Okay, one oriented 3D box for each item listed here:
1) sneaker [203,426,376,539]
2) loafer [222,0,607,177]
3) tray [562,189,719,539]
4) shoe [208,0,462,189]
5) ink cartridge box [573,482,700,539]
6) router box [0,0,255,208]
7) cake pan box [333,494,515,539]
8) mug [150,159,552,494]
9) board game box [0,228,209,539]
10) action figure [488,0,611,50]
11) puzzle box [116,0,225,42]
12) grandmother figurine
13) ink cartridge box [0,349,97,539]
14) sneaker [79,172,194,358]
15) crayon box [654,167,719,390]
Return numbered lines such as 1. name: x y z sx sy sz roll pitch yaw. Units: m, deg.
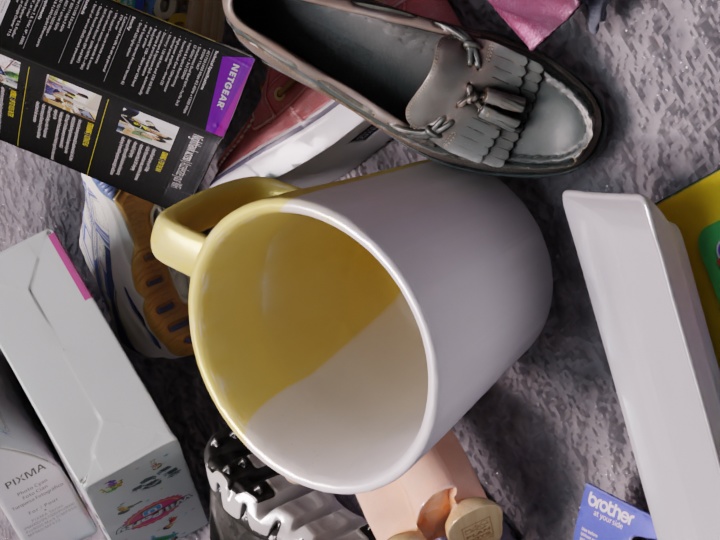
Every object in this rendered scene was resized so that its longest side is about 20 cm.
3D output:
1. sneaker: -0.018 0.172 1.389 0.200 0.066 0.091 42 135 35
2. loafer: 0.022 -0.095 1.266 0.200 0.063 0.072 22 99 10
3. tray: 0.146 0.056 1.194 0.107 0.022 0.200 -170 63 -73
4. shoe: -0.023 -0.106 1.379 0.200 0.071 0.091 -33 75 43
5. ink cartridge box: 0.144 0.217 1.294 0.119 0.042 0.200 25 112 42
6. router box: -0.144 -0.096 1.378 0.200 0.149 0.051 135 157 -76
7. cake pan box: 0.018 0.188 1.436 0.200 0.052 0.184 51 133 26
8. mug: 0.008 0.000 1.292 0.187 0.153 0.149 52 131 8
9. board game box: -0.158 0.078 1.514 0.148 0.064 0.200 59 172 17
10. action figure: 0.033 -0.181 1.220 0.200 0.149 0.134 30 105 7
11. puzzle box: -0.118 -0.208 1.437 0.133 0.025 0.200 4 86 47
12. grandmother figurine: 0.009 0.068 1.369 0.061 0.121 0.200 84 161 -51
13. ink cartridge box: -0.230 0.057 1.527 0.160 0.047 0.200 56 169 40
14. sneaker: -0.144 -0.043 1.530 0.088 0.075 0.200 -13 88 56
15. crayon box: 0.233 0.030 1.135 0.173 0.058 0.200 -30 78 48
